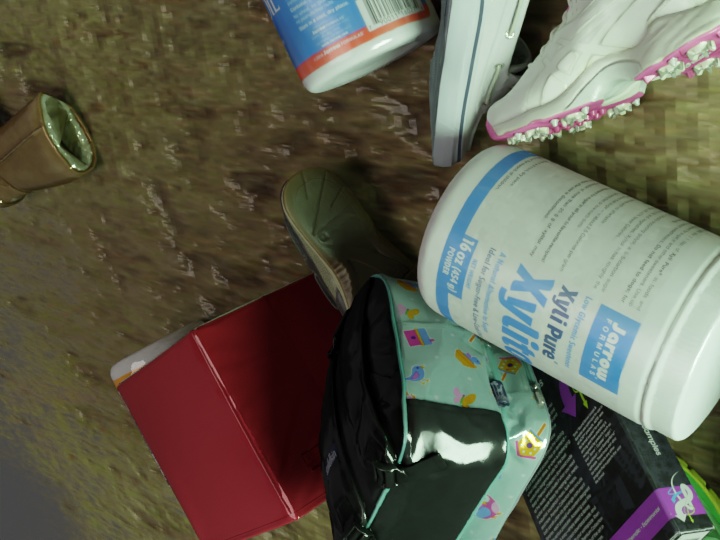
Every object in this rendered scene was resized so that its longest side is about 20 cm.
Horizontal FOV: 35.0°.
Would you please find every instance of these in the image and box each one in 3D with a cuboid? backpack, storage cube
[{"bbox_3d":[0.046,0.107,0.861,0.200,0.153,0.176,-108,29,-47],"label":"backpack"},{"bbox_3d":[-0.082,0.125,1.041,0.200,0.171,0.180,-34,84,50],"label":"storage cube"}]

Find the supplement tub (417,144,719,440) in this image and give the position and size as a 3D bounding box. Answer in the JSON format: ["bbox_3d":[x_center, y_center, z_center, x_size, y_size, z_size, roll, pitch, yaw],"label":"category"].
[{"bbox_3d":[0.150,0.010,0.755,0.200,0.132,0.132,29,130,29],"label":"supplement tub"}]

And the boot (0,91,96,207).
[{"bbox_3d":[-0.392,-0.165,1.288,0.200,0.066,0.175,-16,112,50],"label":"boot"}]

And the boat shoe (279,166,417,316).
[{"bbox_3d":[-0.001,0.000,0.971,0.201,0.072,0.066,55,170,-11],"label":"boat shoe"}]

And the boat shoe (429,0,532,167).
[{"bbox_3d":[0.085,-0.142,0.789,0.200,0.067,0.074,93,177,-58],"label":"boat shoe"}]

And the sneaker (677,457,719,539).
[{"bbox_3d":[0.225,0.198,0.820,0.200,0.083,0.074,44,139,33],"label":"sneaker"}]

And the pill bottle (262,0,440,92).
[{"bbox_3d":[-0.032,-0.241,0.826,0.112,0.112,0.200,-23,93,50],"label":"pill bottle"}]

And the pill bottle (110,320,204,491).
[{"bbox_3d":[-0.168,0.163,1.194,0.116,0.116,0.200,-27,91,50],"label":"pill bottle"}]

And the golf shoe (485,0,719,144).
[{"bbox_3d":[0.154,-0.145,0.728,0.200,0.075,0.092,-25,81,44],"label":"golf shoe"}]

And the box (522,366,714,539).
[{"bbox_3d":[0.164,0.137,0.828,0.143,0.036,0.200,115,144,-43],"label":"box"}]
